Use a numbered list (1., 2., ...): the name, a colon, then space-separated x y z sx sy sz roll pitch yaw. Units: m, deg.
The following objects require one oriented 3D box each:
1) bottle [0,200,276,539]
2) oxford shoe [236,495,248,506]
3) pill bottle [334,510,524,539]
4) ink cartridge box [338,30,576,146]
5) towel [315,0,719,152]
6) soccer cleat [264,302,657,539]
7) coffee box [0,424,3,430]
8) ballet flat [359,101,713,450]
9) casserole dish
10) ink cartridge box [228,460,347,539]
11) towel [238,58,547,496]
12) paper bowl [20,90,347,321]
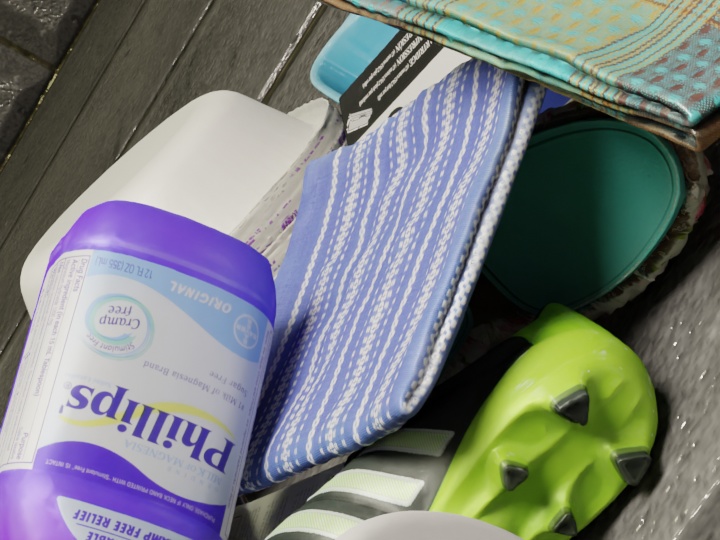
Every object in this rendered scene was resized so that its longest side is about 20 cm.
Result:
1. bottle: -0.085 0.078 0.704 0.065 0.083 0.201 -41 32 57
2. oxford shoe: -0.079 0.123 0.958 0.073 0.071 0.200 -55 24 -1
3. pill bottle: -0.014 0.166 0.560 0.200 0.113 0.114 -52 18 33
4. ink cartridge box: 0.063 -0.078 0.807 0.200 0.044 0.094 -44 49 48
5. towel: 0.081 -0.112 0.641 0.147 0.022 0.200 -42 38 -15
6. soccer cleat: 0.007 0.088 0.661 0.200 0.068 0.081 -38 21 4
7. coffee box: -0.139 0.144 0.815 0.201 0.080 0.113 -56 12 9
8. ballet flat: 0.055 -0.003 0.731 0.064 0.076 0.200 -28 -10 -48
9. casserole dish: 0.038 -0.114 0.988 0.121 0.039 0.200 -46 17 1
10. ink cartridge box: -0.037 0.159 0.765 0.200 0.050 0.163 -34 31 59
11. towel: 0.000 0.000 0.714 0.200 0.024 0.145 -33 34 66
12. paper bowl: -0.082 -0.007 1.008 0.200 0.104 0.201 -40 12 10
